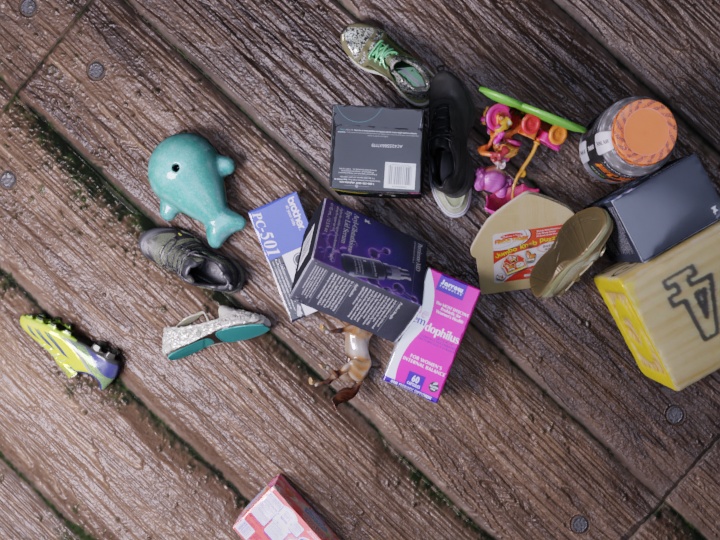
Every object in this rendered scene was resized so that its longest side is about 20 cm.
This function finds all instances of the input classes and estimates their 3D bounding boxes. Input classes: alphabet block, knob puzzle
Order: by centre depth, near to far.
[{"bbox_3d":[0.520,0.049,1.358,0.197,0.195,0.199,-29,88,4],"label":"alphabet block"},{"bbox_3d":[0.277,-0.054,1.401,0.214,0.031,0.223,-2,132,-2],"label":"knob puzzle"}]

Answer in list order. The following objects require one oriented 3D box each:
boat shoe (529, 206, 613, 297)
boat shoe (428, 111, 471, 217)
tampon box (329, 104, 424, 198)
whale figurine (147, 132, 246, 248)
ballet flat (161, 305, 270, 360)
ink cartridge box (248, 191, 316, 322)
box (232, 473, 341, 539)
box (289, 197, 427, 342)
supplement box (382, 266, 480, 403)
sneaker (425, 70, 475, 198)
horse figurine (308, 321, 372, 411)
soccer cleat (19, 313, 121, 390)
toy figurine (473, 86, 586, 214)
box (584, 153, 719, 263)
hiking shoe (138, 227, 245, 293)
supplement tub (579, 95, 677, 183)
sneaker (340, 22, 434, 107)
[{"bbox_3d":[0.348,-0.025,1.363,0.062,0.202,0.074,6,47,-24],"label":"boat shoe"},{"bbox_3d":[0.146,-0.191,1.436,0.070,0.062,0.205,-10,91,3],"label":"boat shoe"},{"bbox_3d":[0.030,-0.186,1.373,0.146,0.200,0.130,3,92,4],"label":"tampon box"},{"bbox_3d":[-0.279,-0.138,1.437,0.158,0.104,0.202,-34,87,3],"label":"whale figurine"},{"bbox_3d":[-0.255,0.096,1.464,0.196,0.072,0.073,-17,90,3],"label":"ballet flat"},{"bbox_3d":[-0.114,-0.024,1.462,0.092,0.044,0.204,-22,90,1],"label":"ink cartridge box"},{"bbox_3d":[-0.111,0.462,1.447,0.103,0.095,0.200,-44,89,3],"label":"box"},{"bbox_3d":[0.000,0.000,1.372,0.196,0.150,0.105,22,134,-13],"label":"box"},{"bbox_3d":[0.119,0.105,1.425,0.099,0.103,0.204,21,90,3],"label":"supplement box"},{"bbox_3d":[0.140,-0.220,1.356,0.074,0.090,0.205,-7,88,28],"label":"sneaker"},{"bbox_3d":[-0.020,0.134,1.443,0.130,0.050,0.205,7,87,-34],"label":"horse figurine"},{"bbox_3d":[-0.514,0.141,1.477,0.197,0.065,0.085,27,95,2],"label":"soccer cleat"},{"bbox_3d":[0.248,-0.180,1.392,0.196,0.150,0.188,16,103,-24],"label":"toy figurine"},{"bbox_3d":[0.464,-0.094,1.353,0.146,0.200,0.109,-29,90,3],"label":"box"},{"bbox_3d":[-0.292,-0.021,1.443,0.196,0.101,0.077,22,92,2],"label":"hiking shoe"},{"bbox_3d":[0.427,-0.207,1.352,0.119,0.200,0.126,0,91,3],"label":"supplement tub"},{"bbox_3d":[0.052,-0.356,1.424,0.198,0.089,0.078,34,93,2],"label":"sneaker"}]
